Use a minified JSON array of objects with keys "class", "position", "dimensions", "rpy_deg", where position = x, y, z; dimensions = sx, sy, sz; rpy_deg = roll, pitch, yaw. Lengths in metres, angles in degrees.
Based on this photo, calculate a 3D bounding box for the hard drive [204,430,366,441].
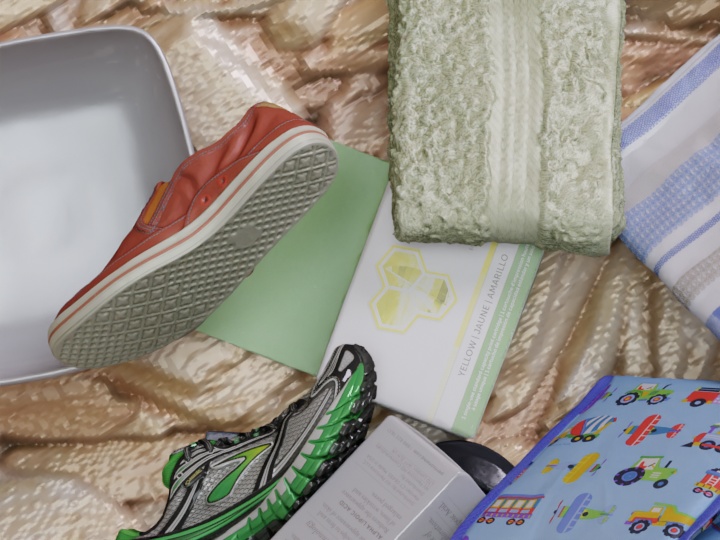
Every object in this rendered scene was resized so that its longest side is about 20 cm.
[{"class":"hard drive","position":[-0.037,0.199,1.398],"dimensions":[0.134,0.042,0.201],"rpy_deg":[3,85,3]}]

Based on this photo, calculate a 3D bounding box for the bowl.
[{"class":"bowl","position":[-0.191,-0.035,1.404],"dimensions":[0.199,0.075,0.200],"rpy_deg":[-13,86,0]}]

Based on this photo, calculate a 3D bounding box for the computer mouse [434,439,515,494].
[{"class":"computer mouse","position":[0.126,0.156,1.391],"dimensions":[0.200,0.059,0.034],"rpy_deg":[32,66,2]}]

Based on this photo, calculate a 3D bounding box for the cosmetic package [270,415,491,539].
[{"class":"cosmetic package","position":[-0.010,0.190,1.317],"dimensions":[0.200,0.102,0.074],"rpy_deg":[-48,46,-7]}]

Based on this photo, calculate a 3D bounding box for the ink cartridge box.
[{"class":"ink cartridge box","position":[0.000,0.000,1.409],"dimensions":[0.200,0.048,0.146],"rpy_deg":[21,88,1]}]

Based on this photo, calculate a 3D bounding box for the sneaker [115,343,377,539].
[{"class":"sneaker","position":[-0.066,0.117,1.345],"dimensions":[0.085,0.078,0.200],"rpy_deg":[43,92,10]}]

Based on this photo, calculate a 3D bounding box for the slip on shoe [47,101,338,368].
[{"class":"slip on shoe","position":[-0.101,-0.019,1.338],"dimensions":[0.200,0.074,0.061],"rpy_deg":[-43,53,3]}]

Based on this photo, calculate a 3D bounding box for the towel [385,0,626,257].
[{"class":"towel","position":[0.086,-0.106,1.389],"dimensions":[0.148,0.037,0.201],"rpy_deg":[4,69,-2]}]

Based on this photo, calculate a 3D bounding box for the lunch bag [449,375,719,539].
[{"class":"lunch bag","position":[0.147,0.133,1.266],"dimensions":[0.150,0.200,0.094],"rpy_deg":[1,108,42]}]

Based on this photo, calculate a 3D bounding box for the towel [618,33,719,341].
[{"class":"towel","position":[0.221,-0.050,1.351],"dimensions":[0.147,0.024,0.200],"rpy_deg":[-42,44,5]}]
